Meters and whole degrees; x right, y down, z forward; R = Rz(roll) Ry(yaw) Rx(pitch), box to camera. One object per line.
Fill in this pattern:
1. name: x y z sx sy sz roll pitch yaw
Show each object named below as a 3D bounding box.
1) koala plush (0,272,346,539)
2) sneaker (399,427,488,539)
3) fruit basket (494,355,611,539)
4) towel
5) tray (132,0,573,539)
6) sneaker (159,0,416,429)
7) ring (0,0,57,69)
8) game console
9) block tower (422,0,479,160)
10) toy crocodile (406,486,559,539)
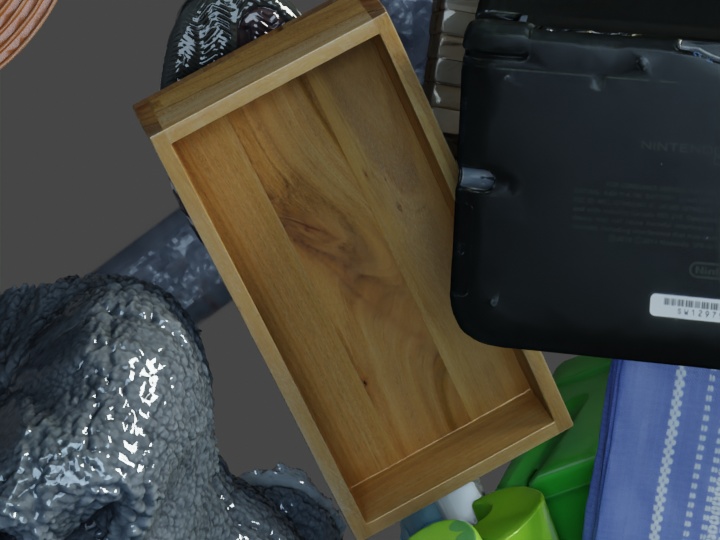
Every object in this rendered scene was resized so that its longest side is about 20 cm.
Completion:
1. koala plush: -0.084 0.114 1.059 0.183 0.178 0.200 -35 117 28
2. sneaker: 0.030 0.159 1.119 0.081 0.074 0.201 -16 101 -5
3. fruit basket: 0.182 0.104 1.117 0.215 0.155 0.217 18 61 -37
4. towel: 0.185 0.079 0.991 0.199 0.024 0.146 10 104 12
5. tray: 0.000 0.000 1.020 0.098 0.037 0.201 -28 120 -3
6. sneaker: -0.041 -0.039 1.075 0.075 0.116 0.201 -20 120 -6
7. ring: -0.214 -0.162 1.110 0.199 0.019 0.202 0 94 -4
8. game console: 0.143 -0.060 0.990 0.199 0.116 0.177 5 102 12
9. block tower: 0.049 -0.045 1.119 0.057 0.054 0.201 9 94 -5
10. toy crocodile: 0.010 0.158 1.014 0.200 0.062 0.068 -47 123 -21
